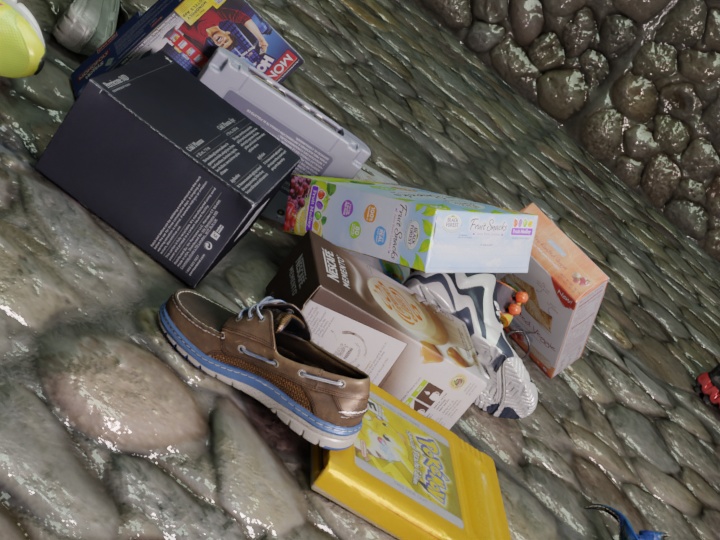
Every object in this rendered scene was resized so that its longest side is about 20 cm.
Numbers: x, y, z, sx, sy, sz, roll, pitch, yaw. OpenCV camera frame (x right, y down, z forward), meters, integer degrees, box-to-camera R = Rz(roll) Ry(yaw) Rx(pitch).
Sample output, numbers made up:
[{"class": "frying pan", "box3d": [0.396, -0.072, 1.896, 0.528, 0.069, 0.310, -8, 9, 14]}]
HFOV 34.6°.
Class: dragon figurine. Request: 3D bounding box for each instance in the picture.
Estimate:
[{"class": "dragon figurine", "box3d": [0.260, 0.280, 1.107, 0.099, 0.059, 0.200, 22, 27, -39]}]

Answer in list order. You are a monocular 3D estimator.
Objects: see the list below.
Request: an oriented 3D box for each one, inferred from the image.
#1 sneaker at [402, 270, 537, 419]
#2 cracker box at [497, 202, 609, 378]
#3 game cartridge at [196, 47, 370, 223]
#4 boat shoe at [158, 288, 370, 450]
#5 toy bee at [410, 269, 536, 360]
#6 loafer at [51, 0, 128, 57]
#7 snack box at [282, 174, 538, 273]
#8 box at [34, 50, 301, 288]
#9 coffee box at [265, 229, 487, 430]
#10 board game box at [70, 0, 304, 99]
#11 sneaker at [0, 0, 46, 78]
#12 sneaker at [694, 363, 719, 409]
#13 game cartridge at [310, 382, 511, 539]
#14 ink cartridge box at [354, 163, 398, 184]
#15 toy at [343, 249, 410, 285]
[{"class": "sneaker", "box3d": [0.133, 0.057, 1.261, 0.199, 0.079, 0.130, 43, 41, -7]}, {"class": "cracker box", "box3d": [0.222, 0.029, 1.417, 0.134, 0.058, 0.200, 48, -21, 25]}, {"class": "game cartridge", "box3d": [-0.106, -0.133, 1.244, 0.200, 0.133, 0.041, 33, 20, -20]}, {"class": "boat shoe", "box3d": [-0.074, 0.061, 0.940, 0.200, 0.073, 0.072, 31, 21, 15]}, {"class": "toy bee", "box3d": [0.146, 0.023, 1.355, 0.199, 0.131, 0.109, 16, -15, -20]}, {"class": "loafer", "box3d": [-0.307, -0.299, 1.359, 0.070, 0.070, 0.200, 37, 27, -20]}, {"class": "snack box", "box3d": [0.050, -0.048, 1.178, 0.200, 0.068, 0.168, 18, 12, 41]}, {"class": "box", "box3d": [-0.175, -0.103, 1.104, 0.182, 0.104, 0.200, 38, 19, -3]}, {"class": "coffee box", "box3d": [0.013, 0.062, 1.113, 0.200, 0.080, 0.114, 30, 21, -23]}, {"class": "board game box", "box3d": [-0.171, -0.205, 1.263, 0.200, 0.200, 0.062, 41, 15, -41]}, {"class": "sneaker", "box3d": [-0.390, -0.235, 1.075, 0.200, 0.078, 0.090, 30, 29, -8]}, {"class": "sneaker", "box3d": [0.621, 0.217, 1.818, 0.071, 0.098, 0.201, 15, 32, -51]}, {"class": "game cartridge", "box3d": [0.045, 0.173, 1.002, 0.200, 0.032, 0.176, 31, 21, -16]}, {"class": "ink cartridge box", "box3d": [0.000, -0.080, 1.453, 0.162, 0.057, 0.200, 28, 18, -29]}, {"class": "toy", "box3d": [0.000, 0.000, 1.274, 0.115, 0.047, 0.200, 35, 25, -21]}]
